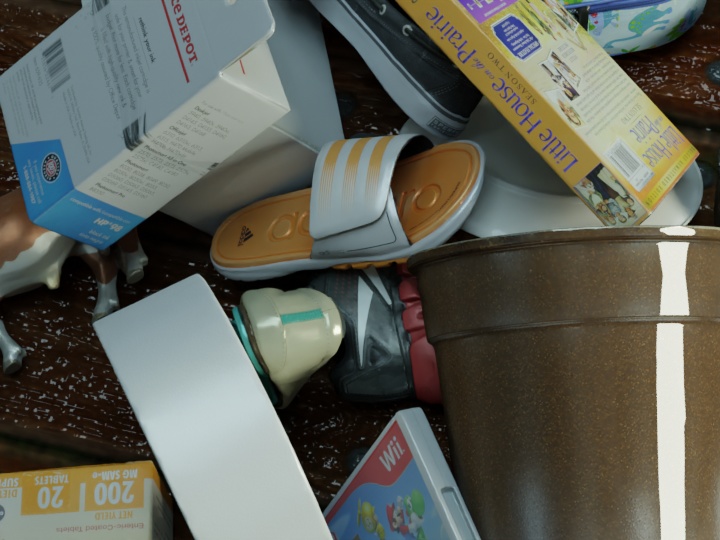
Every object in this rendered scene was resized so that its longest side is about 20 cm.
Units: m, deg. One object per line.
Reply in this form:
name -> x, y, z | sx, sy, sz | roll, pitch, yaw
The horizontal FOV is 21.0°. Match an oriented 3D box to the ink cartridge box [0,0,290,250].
ink cartridge box -> -0.118, -0.116, 1.156 | 0.200, 0.067, 0.116 | -34, 56, 24

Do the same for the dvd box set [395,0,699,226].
dvd box set -> 0.113, -0.117, 1.156 | 0.200, 0.146, 0.029 | 47, 117, 1

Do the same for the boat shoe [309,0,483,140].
boat shoe -> 0.021, -0.171, 1.249 | 0.066, 0.070, 0.200 | -50, 51, 22

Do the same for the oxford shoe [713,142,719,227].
oxford shoe -> 0.261, 0.013, 1.205 | 0.073, 0.084, 0.200 | -2, 66, 1

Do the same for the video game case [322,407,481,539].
video game case -> 0.039, 0.198, 1.103 | 0.017, 0.143, 0.200 | -7, 59, -30

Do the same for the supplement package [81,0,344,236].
supplement package -> -0.100, -0.145, 1.275 | 0.117, 0.117, 0.200 | -26, 59, 26

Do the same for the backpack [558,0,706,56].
backpack -> 0.139, -0.233, 1.305 | 0.200, 0.147, 0.183 | -6, 65, -1

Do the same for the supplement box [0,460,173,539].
supplement box -> -0.177, 0.220, 1.143 | 0.126, 0.074, 0.200 | -5, 63, 3

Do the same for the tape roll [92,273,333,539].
tape roll -> -0.082, 0.105, 1.123 | 0.071, 0.202, 0.202 | -26, 64, -8

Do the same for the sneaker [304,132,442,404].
sneaker -> 0.000, 0.000, 1.240 | 0.098, 0.071, 0.200 | -13, 61, 0

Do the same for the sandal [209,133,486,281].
sandal -> -0.021, -0.041, 1.194 | 0.207, 0.059, 0.079 | -14, 49, 30

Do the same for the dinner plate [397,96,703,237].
dinner plate -> 0.122, -0.074, 1.244 | 0.200, 0.024, 0.200 | 5, 36, -4

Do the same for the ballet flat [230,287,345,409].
ballet flat -> -0.041, 0.042, 1.152 | 0.069, 0.200, 0.070 | 1, 84, -6

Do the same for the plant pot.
plant pot -> 0.130, 0.085, 1.112 | 0.200, 0.200, 0.198 | -2, 83, 3

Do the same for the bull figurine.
bull figurine -> -0.235, -0.001, 1.265 | 0.200, 0.065, 0.121 | -30, 69, -8
